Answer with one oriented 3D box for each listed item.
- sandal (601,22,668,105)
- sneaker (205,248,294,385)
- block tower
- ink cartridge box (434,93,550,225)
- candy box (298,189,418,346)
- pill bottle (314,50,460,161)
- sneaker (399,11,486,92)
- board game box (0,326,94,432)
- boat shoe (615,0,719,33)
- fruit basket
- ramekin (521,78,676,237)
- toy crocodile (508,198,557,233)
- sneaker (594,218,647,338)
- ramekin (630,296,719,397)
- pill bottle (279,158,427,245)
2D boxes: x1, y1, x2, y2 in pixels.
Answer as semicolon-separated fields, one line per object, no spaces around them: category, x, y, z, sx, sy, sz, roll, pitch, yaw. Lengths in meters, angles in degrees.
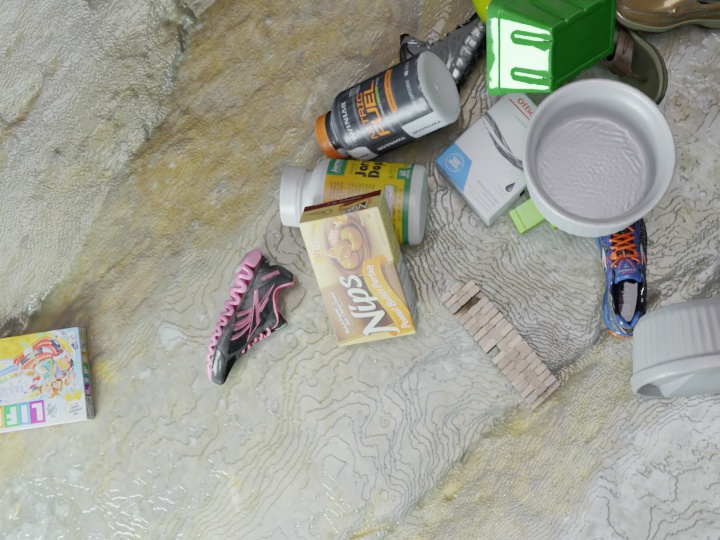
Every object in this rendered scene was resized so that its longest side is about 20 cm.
sandal;0.358;-0.309;1.741;0.057;0.080;0.203;-17;69;-31
sneaker;-0.154;0.075;1.772;0.094;0.079;0.202;23;87;-2
block tower;0.193;0.099;1.727;0.054;0.058;0.200;-41;81;2
ink cartridge box;0.214;-0.175;1.752;0.200;0.068;0.116;-43;80;0
candy box;0.000;0.000;1.706;0.114;0.056;0.202;-10;118;15
pill bottle;0.032;-0.219;1.740;0.198;0.106;0.108;-22;79;32
sneaker;0.117;-0.328;1.783;0.115;0.075;0.201;31;89;12
board game box;-0.493;0.164;1.819;0.197;0.034;0.136;-9;82;6
boat shoe;0.441;-0.376;1.711;0.197;0.076;0.073;-8;68;-17
fruit basket;0.222;-0.343;1.694;0.212;0.217;0.157;1;123;7
ramekin;0.309;-0.142;1.650;0.197;0.098;0.203;-1;77;2
toy crocodile;0.301;-0.112;1.736;0.198;0.062;0.068;-24;80;4
sneaker;0.362;-0.007;1.697;0.074;0.078;0.203;-8;90;5
ramekin;0.446;0.100;1.625;0.199;0.203;0.096;-8;74;6
pill bottle;-0.009;-0.098;1.749;0.197;0.113;0.115;4;83;8
